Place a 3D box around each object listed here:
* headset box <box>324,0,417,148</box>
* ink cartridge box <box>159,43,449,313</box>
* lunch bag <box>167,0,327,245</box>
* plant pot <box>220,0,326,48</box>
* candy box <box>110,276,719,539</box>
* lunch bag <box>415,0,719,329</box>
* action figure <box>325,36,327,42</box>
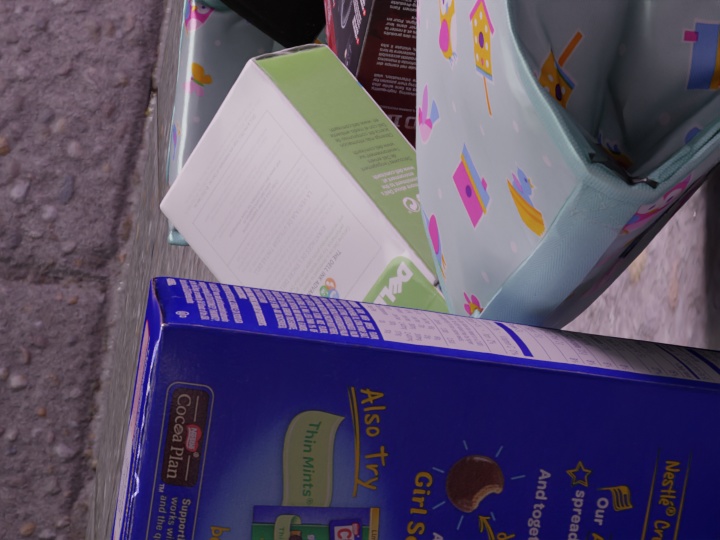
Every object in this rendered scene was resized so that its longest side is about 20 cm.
[{"bbox_3d":[0.034,-0.166,1.207,0.149,0.077,0.201,-97,15,-53],"label":"headset box"},{"bbox_3d":[0.000,0.000,1.149,0.200,0.059,0.104,50,127,19],"label":"ink cartridge box"},{"bbox_3d":[-0.064,-0.111,1.576,0.200,0.121,0.172,-84,0,-76],"label":"lunch bag"},{"bbox_3d":[-0.065,-0.283,1.400,0.200,0.176,0.201,-54,25,30],"label":"plant pot"},{"bbox_3d":[0.022,0.100,0.738,0.077,0.198,0.171,-117,36,-75],"label":"candy box"},{"bbox_3d":[0.079,-0.083,0.772,0.170,0.121,0.202,124,156,-68],"label":"lunch bag"},{"bbox_3d":[0.003,-0.046,1.390,0.118,0.054,0.202,134,138,-69],"label":"action figure"}]
